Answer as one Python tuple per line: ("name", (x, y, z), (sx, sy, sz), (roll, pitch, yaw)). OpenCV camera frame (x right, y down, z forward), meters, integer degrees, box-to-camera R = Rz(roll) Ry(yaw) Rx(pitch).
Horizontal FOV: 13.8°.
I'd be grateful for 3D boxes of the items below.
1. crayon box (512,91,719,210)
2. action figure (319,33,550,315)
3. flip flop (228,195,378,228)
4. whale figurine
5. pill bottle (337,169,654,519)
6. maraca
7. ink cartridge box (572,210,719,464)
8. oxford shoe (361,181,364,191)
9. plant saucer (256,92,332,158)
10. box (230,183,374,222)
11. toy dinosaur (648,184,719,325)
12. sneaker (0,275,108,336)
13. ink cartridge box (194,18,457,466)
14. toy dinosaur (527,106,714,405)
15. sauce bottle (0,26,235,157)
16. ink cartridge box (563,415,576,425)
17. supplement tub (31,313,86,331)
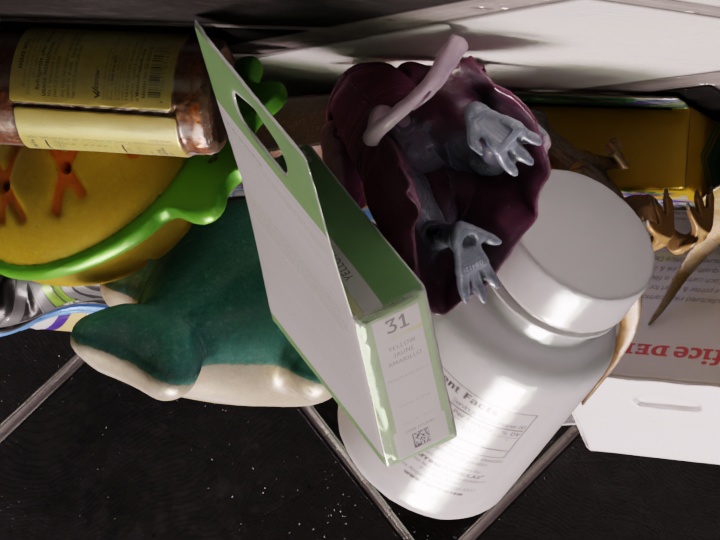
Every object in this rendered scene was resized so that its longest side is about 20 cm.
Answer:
("crayon box", (0.144, -0.068, 1.753), (0.125, 0.052, 0.200), (3, 177, 17))
("action figure", (0.016, -0.062, 1.539), (0.149, 0.134, 0.200), (45, -179, -33))
("flip flop", (0.000, 0.000, 1.756), (0.199, 0.058, 0.081), (21, -177, 11))
("whale figurine", (-0.075, 0.017, 1.645), (0.159, 0.104, 0.200), (25, -162, 25))
("pill bottle", (0.077, 0.039, 1.649), (0.114, 0.115, 0.200), (5, 141, -28))
("maraca", (-0.127, -0.056, 1.604), (0.199, 0.137, 0.107), (-14, 137, 30))
("ink cartridge box", (0.223, 0.018, 1.846), (0.147, 0.200, 0.086), (4, 142, 28))
("oxford shoe", (0.033, -0.041, 1.723), (0.072, 0.071, 0.200), (-9, 179, 16))
("plant saucer", (-0.064, -0.077, 1.753), (0.199, 0.035, 0.200), (-7, 178, 0))
("box", (-0.034, -0.036, 1.946), (0.199, 0.039, 0.137), (4, -138, 3))
("toy dinosaur", (0.237, -0.044, 1.743), (0.101, 0.058, 0.200), (-10, 156, -31))
("sneaker", (-0.175, -0.009, 1.743), (0.199, 0.071, 0.083), (-2, 140, -8))
("ink cartridge box", (-0.017, -0.020, 1.475), (0.048, 0.200, 0.146), (-23, -140, -14))
("toy dinosaur", (0.145, -0.020, 1.679), (0.106, 0.200, 0.060), (0, -146, 43))
("sauce bottle", (-0.165, -0.096, 1.540), (0.199, 0.066, 0.066), (6, 178, 13))
("ink cartridge box", (0.122, 0.011, 1.975), (0.115, 0.067, 0.200), (-3, -139, -9))
("supplement tub", (-0.152, -0.023, 2.167), (0.199, 0.146, 0.145), (6, 177, -23))
